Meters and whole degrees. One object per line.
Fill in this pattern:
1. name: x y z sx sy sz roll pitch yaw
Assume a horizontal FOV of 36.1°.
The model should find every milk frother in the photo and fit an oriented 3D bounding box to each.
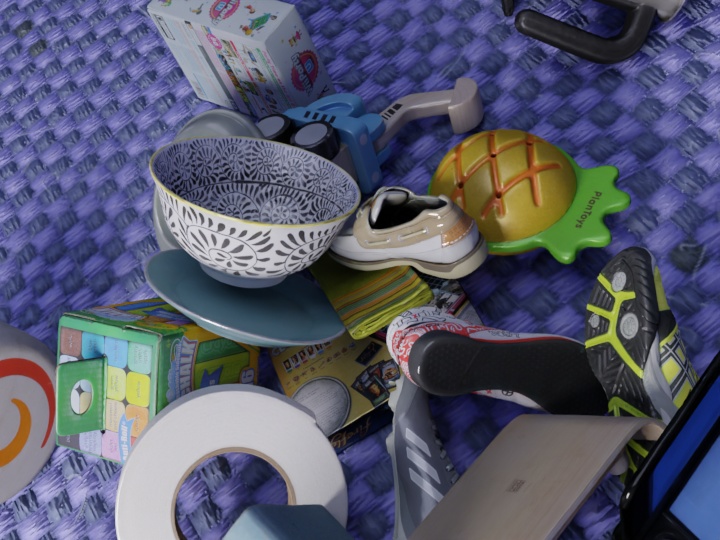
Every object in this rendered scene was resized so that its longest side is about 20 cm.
1. milk frother: 0.240 -0.331 1.178 0.185 0.183 0.201 17 26 -5

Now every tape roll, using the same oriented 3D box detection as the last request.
1. tape roll: -0.108 0.199 0.937 0.202 0.204 0.037 -38 10 -5

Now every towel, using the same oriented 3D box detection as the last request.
1. towel: 0.000 0.000 1.078 0.085 0.018 0.200 -28 29 -6

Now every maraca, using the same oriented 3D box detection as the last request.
1. maraca: 0.154 -0.070 1.044 0.197 0.108 0.138 17 64 32

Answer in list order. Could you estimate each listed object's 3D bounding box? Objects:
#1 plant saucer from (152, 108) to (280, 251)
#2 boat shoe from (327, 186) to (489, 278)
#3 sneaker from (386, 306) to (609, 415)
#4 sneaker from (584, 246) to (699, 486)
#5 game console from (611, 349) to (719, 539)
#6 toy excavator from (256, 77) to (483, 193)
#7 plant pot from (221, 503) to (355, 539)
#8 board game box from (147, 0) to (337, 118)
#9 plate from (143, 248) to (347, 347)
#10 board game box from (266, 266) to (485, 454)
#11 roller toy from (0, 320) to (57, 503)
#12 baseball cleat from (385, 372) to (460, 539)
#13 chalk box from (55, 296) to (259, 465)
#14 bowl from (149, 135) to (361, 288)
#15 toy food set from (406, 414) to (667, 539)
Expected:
1. plant saucer: -0.167 -0.071 1.166 0.198 0.050 0.205 0 90 41
2. boat shoe: 0.032 -0.044 1.034 0.198 0.069 0.075 5 44 46
3. sneaker: 0.120 0.075 0.954 0.108 0.198 0.069 -146 66 -68
4. sneaker: 0.237 0.082 0.898 0.075 0.075 0.204 -23 67 56
5. game console: 0.276 0.136 0.785 0.176 0.116 0.201 42 77 -5
6. toy excavator: 0.009 -0.150 1.184 0.192 0.101 0.200 16 51 38
7. plant pot: -0.038 0.313 0.804 0.199 0.196 0.197 37 89 18
8. board game box: -0.136 -0.251 1.282 0.198 0.148 0.065 24 67 35
9. plate: -0.107 0.030 1.028 0.199 0.198 0.026 33 113 37
10. board game box: 0.018 0.075 1.055 0.198 0.035 0.137 -31 50 3
11. roller toy: -0.403 0.137 1.116 0.138 0.204 0.181 18 31 33
12. baseball cleat: 0.072 0.183 0.940 0.104 0.070 0.204 -5 67 14
13. chalk box: -0.196 0.102 1.011 0.122 0.199 0.128 9 100 28
14. bowl: -0.103 -0.045 1.036 0.197 0.096 0.202 9 26 -4
15. toy food set: 0.131 0.184 0.832 0.200 0.061 0.143 -43 17 -27
